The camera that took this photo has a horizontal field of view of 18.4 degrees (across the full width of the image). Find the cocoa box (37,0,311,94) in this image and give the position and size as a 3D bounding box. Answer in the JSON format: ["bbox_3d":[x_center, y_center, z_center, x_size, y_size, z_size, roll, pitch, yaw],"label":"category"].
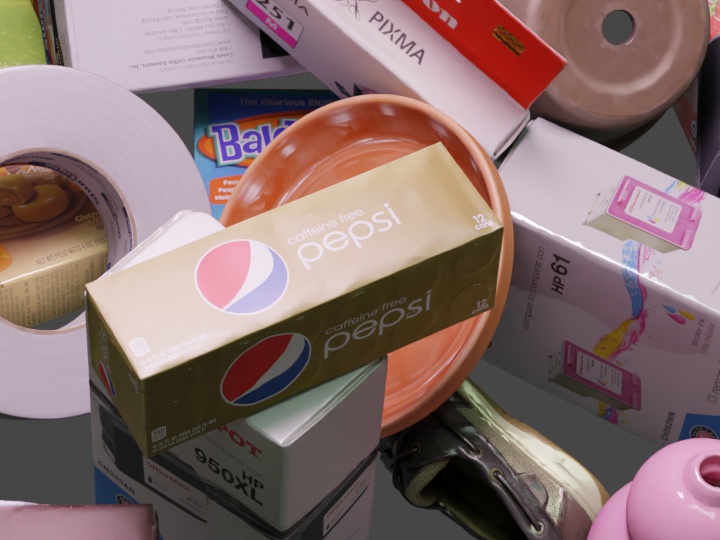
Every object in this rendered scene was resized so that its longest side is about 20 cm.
[{"bbox_3d":[-0.103,-0.185,1.421,0.198,0.135,0.131,-9,7,-15],"label":"cocoa box"}]

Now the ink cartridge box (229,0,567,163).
[{"bbox_3d":[0.013,-0.141,1.274,0.200,0.174,0.044,41,74,1],"label":"ink cartridge box"}]

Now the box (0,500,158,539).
[{"bbox_3d":[-0.178,0.240,1.079,0.164,0.165,0.201,0,50,-4],"label":"box"}]

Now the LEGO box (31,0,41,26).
[{"bbox_3d":[-0.148,-0.264,1.551,0.198,0.077,0.150,-14,53,-15],"label":"LEGO box"}]

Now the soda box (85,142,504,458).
[{"bbox_3d":[-0.030,0.012,1.082,0.199,0.068,0.064,-23,56,-20],"label":"soda box"}]

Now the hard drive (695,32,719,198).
[{"bbox_3d":[0.303,-0.085,1.335,0.198,0.042,0.136,8,52,1],"label":"hard drive"}]

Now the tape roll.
[{"bbox_3d":[-0.187,-0.014,1.281,0.199,0.066,0.202,2,84,-19],"label":"tape roll"}]

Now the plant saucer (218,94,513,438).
[{"bbox_3d":[0.000,0.000,1.262,0.199,0.032,0.202,-10,70,30],"label":"plant saucer"}]

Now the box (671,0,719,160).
[{"bbox_3d":[0.272,-0.099,1.436,0.095,0.100,0.201,-9,52,-12],"label":"box"}]

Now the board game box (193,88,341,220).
[{"bbox_3d":[-0.030,-0.028,1.388,0.151,0.045,0.201,-1,50,-4],"label":"board game box"}]

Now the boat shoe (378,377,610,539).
[{"bbox_3d":[0.048,0.105,1.270,0.200,0.072,0.066,32,50,15],"label":"boat shoe"}]

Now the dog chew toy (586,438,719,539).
[{"bbox_3d":[0.167,0.161,1.149,0.123,0.201,0.125,3,50,-3],"label":"dog chew toy"}]

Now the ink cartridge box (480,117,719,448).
[{"bbox_3d":[0.162,0.018,1.302,0.199,0.145,0.085,27,55,16],"label":"ink cartridge box"}]

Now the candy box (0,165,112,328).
[{"bbox_3d":[-0.254,-0.010,1.349,0.199,0.056,0.116,-21,55,-19],"label":"candy box"}]

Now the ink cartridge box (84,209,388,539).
[{"bbox_3d":[-0.069,0.087,1.191,0.144,0.201,0.084,35,56,23],"label":"ink cartridge box"}]

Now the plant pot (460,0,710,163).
[{"bbox_3d":[0.129,-0.154,1.349,0.198,0.202,0.175,-7,10,-10],"label":"plant pot"}]
